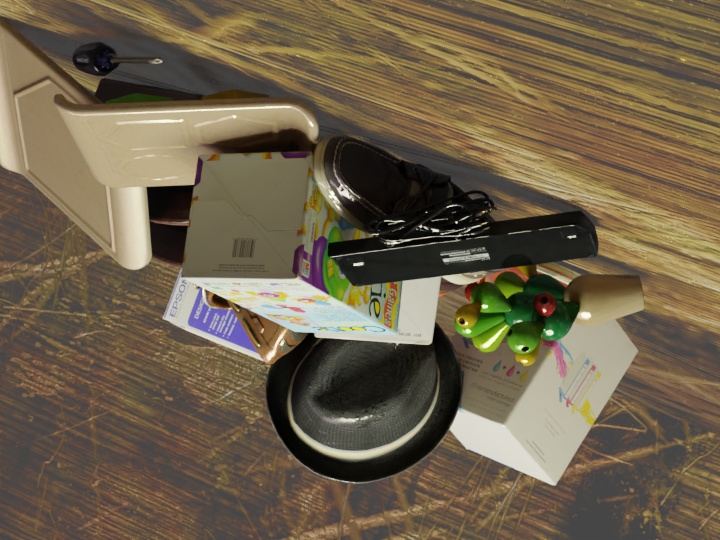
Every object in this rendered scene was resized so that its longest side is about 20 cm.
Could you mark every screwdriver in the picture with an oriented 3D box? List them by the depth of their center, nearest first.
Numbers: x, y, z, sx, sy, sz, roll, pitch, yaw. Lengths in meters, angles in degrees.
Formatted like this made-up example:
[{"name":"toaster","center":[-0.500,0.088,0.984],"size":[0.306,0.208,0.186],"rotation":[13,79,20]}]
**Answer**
[{"name":"screwdriver","center":[-0.191,-0.163,1.237],"size":[0.028,0.029,0.200],"rotation":[24,-179,-27]}]

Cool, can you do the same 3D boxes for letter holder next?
[{"name":"letter holder","center":[-0.184,-0.086,1.443],"size":[0.100,0.142,0.200],"rotation":[26,175,-36]}]

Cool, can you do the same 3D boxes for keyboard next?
[{"name":"keyboard","center":[0.076,-0.031,1.187],"size":[0.199,0.040,0.104],"rotation":[-8,159,11]}]

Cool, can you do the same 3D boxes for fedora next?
[{"name":"fedora","center":[0.008,0.107,1.524],"size":[0.200,0.201,0.092],"rotation":[22,162,1]}]

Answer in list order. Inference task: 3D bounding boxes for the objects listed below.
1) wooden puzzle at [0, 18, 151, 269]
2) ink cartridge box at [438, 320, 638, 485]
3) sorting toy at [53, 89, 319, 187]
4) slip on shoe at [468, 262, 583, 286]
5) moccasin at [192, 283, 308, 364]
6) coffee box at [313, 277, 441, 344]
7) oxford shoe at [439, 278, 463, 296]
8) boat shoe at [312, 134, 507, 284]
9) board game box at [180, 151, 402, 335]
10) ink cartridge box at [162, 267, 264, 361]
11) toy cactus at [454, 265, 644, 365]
[{"name":"wooden puzzle","center":[-0.261,-0.116,1.411],"size":[0.200,0.037,0.185],"rotation":[35,145,26]},{"name":"ink cartridge box","center":[0.181,0.094,1.631],"size":[0.128,0.200,0.125],"rotation":[17,157,45]},{"name":"sorting toy","center":[-0.131,-0.106,1.249],"size":[0.199,0.037,0.185],"rotation":[2,166,0]},{"name":"slip on shoe","center":[0.131,0.004,1.542],"size":[0.200,0.061,0.074],"rotation":[22,178,26]},{"name":"moccasin","center":[-0.128,0.013,1.556],"size":[0.201,0.078,0.074],"rotation":[48,-173,26]},{"name":"coffee box","center":[0.000,0.000,1.522],"size":[0.113,0.080,0.200],"rotation":[4,-164,-12]},{"name":"oxford shoe","center":[0.037,-0.032,1.659],"size":[0.200,0.071,0.072],"rotation":[20,157,-31]},{"name":"boat shoe","center":[0.048,-0.051,1.233],"size":[0.065,0.072,0.200],"rotation":[-13,142,44]},{"name":"board game box","center":[-0.048,-0.018,1.288],"size":[0.105,0.103,0.200],"rotation":[1,166,24]},{"name":"ink cartridge box","center":[-0.135,-0.019,1.711],"size":[0.043,0.199,0.200],"rotation":[16,173,34]},{"name":"toy cactus","center":[0.161,0.022,1.368],"size":[0.165,0.103,0.200],"rotation":[-9,-178,2]}]
